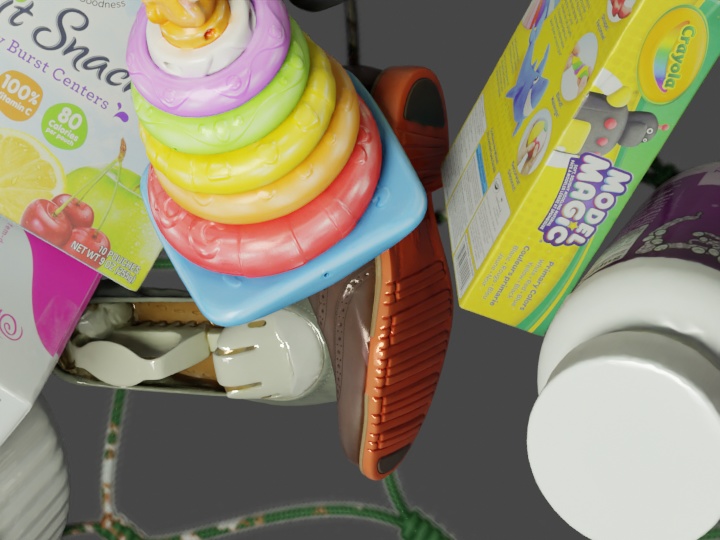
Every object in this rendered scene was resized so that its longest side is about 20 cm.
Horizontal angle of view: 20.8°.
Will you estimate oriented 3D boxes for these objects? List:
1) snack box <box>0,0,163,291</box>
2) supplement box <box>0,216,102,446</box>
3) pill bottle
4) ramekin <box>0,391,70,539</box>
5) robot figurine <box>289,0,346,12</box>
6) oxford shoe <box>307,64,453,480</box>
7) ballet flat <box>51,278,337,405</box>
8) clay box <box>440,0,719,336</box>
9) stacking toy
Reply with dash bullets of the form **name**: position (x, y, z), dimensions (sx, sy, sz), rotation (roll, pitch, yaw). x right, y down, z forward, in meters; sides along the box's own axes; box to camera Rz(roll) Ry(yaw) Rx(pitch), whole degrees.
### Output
- **snack box**: position (-0.155, -0.102, 0.905), dimensions (0.199, 0.053, 0.143), rotation (31, 89, -22)
- **supplement box**: position (-0.240, 0.003, 0.942), dimensions (0.199, 0.101, 0.103), rotation (33, 133, -9)
- **pill bottle**: position (0.139, 0.035, 0.820), dimensions (0.112, 0.200, 0.113), rotation (9, 115, 20)
- **ramekin**: position (-0.250, 0.110, 1.069), dimensions (0.199, 0.105, 0.201), rotation (20, 129, 26)
- **robot figurine**: position (-0.023, -0.206, 0.823), dimensions (0.199, 0.125, 0.151), rotation (-24, 57, 11)
- **oxford shoe**: position (0.000, 0.000, 0.948), dimensions (0.072, 0.071, 0.202), rotation (7, 100, 28)
- **ballet flat**: position (-0.074, 0.043, 1.002), dimensions (0.199, 0.064, 0.068), rotation (3, 111, 24)
- **clay box**: position (0.100, -0.085, 0.837), dimensions (0.047, 0.115, 0.201), rotation (20, 122, -17)
- **stacking toy**: position (-0.057, -0.079, 0.809), dimensions (0.116, 0.200, 0.110), rotation (-29, 56, -2)
